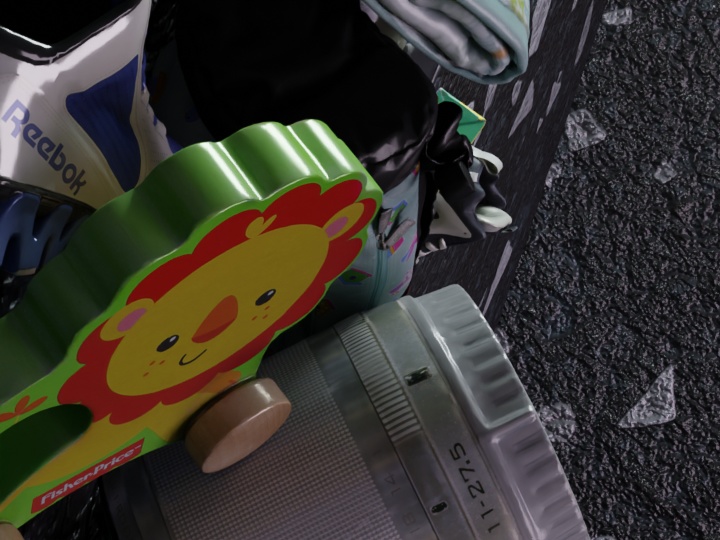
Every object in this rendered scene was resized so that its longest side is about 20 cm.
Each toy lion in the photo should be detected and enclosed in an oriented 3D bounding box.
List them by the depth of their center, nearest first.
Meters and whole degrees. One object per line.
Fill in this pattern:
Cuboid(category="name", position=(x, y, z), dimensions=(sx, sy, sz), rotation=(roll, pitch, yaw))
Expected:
Cuboid(category="toy lion", position=(-0.085, 0.028, 0.554), dimensions=(0.199, 0.069, 0.192), rotation=(-28, 160, -29))

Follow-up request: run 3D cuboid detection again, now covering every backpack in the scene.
Cuboid(category="backpack", position=(-0.036, -0.045, 0.750), dimensions=(0.126, 0.168, 0.201), rotation=(-20, 150, -17))

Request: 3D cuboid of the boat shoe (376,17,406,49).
Cuboid(category="boat shoe", position=(-0.026, -0.115, 0.898), dimensions=(0.059, 0.072, 0.201), rotation=(-3, -117, 53))

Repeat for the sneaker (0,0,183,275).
Cuboid(category="sneaker", position=(-0.102, -0.065, 0.560), dimensions=(0.199, 0.080, 0.116), rotation=(-16, 127, -75))

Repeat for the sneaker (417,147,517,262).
Cuboid(category="sneaker", position=(0.067, -0.031, 1.324), dimensions=(0.079, 0.129, 0.200), rotation=(-46, 154, -63))

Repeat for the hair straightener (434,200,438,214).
Cuboid(category="hair straightener", position=(0.000, 0.000, 0.962), dimensions=(0.077, 0.041, 0.201), rotation=(-34, -160, 33))

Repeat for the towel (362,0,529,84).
Cuboid(category="towel", position=(0.017, -0.199, 0.665), dimensions=(0.200, 0.048, 0.173), rotation=(34, 53, -47))

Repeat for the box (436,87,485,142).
Cuboid(category="box", position=(0.024, -0.050, 1.150), dimensions=(0.118, 0.048, 0.200), rotation=(-55, 179, -19))

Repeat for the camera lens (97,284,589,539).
Cuboid(category="camera lens", position=(-0.012, 0.114, 0.714), dimensions=(0.199, 0.161, 0.160), rotation=(-26, 163, -3))

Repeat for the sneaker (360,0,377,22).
Cuboid(category="sneaker", position=(-0.007, -0.207, 0.782), dimensions=(0.200, 0.075, 0.114), rotation=(80, 34, -64))

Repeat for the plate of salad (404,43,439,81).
Cuboid(category="plate of salad", position=(0.016, -0.064, 0.927), dimensions=(0.201, 0.048, 0.200), rotation=(-63, -173, 14))
